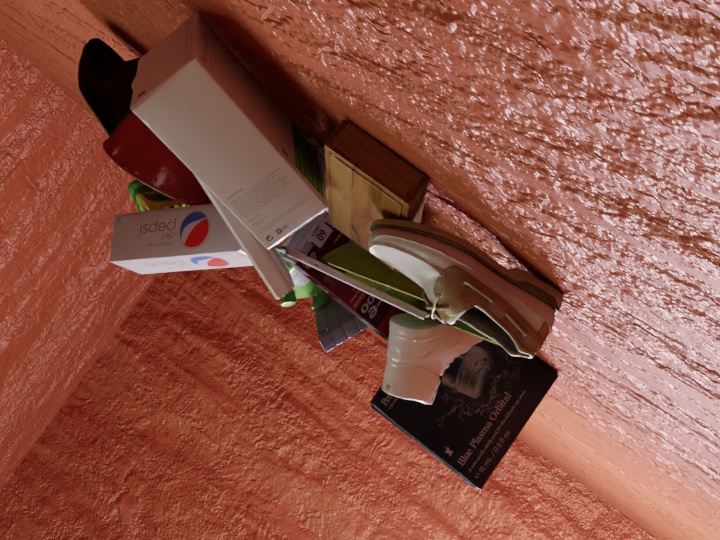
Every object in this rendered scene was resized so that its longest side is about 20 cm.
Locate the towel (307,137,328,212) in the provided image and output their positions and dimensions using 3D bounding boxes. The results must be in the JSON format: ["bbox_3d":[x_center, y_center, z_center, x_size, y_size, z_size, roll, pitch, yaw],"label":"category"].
[{"bbox_3d":[-0.007,-0.080,1.156,0.190,0.032,0.200,39,174,-7],"label":"towel"}]

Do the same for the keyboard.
[{"bbox_3d":[-0.010,0.013,1.138,0.197,0.011,0.056,26,179,-20],"label":"keyboard"}]

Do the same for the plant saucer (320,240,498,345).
[{"bbox_3d":[0.076,0.021,1.151,0.197,0.049,0.200,21,175,25],"label":"plant saucer"}]

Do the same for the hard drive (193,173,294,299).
[{"bbox_3d":[-0.139,-0.069,1.042,0.202,0.026,0.132,57,179,-12],"label":"hard drive"}]

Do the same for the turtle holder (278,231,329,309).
[{"bbox_3d":[-0.068,-0.035,1.487,0.133,0.183,0.142,60,149,24],"label":"turtle holder"}]

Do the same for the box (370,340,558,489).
[{"bbox_3d":[0.146,0.175,1.398,0.199,0.198,0.118,36,174,7],"label":"box"}]

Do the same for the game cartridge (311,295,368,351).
[{"bbox_3d":[-0.012,0.049,1.505,0.039,0.128,0.200,62,-176,-19],"label":"game cartridge"}]

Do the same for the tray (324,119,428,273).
[{"bbox_3d":[0.013,-0.067,0.969,0.098,0.037,0.200,36,166,10],"label":"tray"}]

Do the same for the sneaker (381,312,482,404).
[{"bbox_3d":[0.098,0.115,1.288,0.073,0.118,0.198,22,-162,41],"label":"sneaker"}]

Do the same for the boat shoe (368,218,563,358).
[{"bbox_3d":[0.092,0.016,0.910,0.197,0.069,0.075,24,165,-1],"label":"boat shoe"}]

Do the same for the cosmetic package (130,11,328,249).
[{"bbox_3d":[-0.123,-0.131,0.933,0.200,0.084,0.109,48,-161,-35],"label":"cosmetic package"}]

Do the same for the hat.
[{"bbox_3d":[-0.306,-0.243,1.359,0.202,0.080,0.203,56,-157,-39],"label":"hat"}]

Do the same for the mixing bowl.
[{"bbox_3d":[-0.219,-0.167,1.250,0.198,0.110,0.200,27,-167,-7],"label":"mixing bowl"}]

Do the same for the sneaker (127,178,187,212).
[{"bbox_3d":[-0.259,-0.121,1.344,0.084,0.074,0.200,53,-163,-5],"label":"sneaker"}]

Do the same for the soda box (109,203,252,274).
[{"bbox_3d":[-0.211,-0.039,1.197,0.196,0.065,0.068,-5,164,26],"label":"soda box"}]

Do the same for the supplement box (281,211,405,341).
[{"bbox_3d":[0.000,0.000,1.357,0.199,0.110,0.061,38,173,-17],"label":"supplement box"}]
